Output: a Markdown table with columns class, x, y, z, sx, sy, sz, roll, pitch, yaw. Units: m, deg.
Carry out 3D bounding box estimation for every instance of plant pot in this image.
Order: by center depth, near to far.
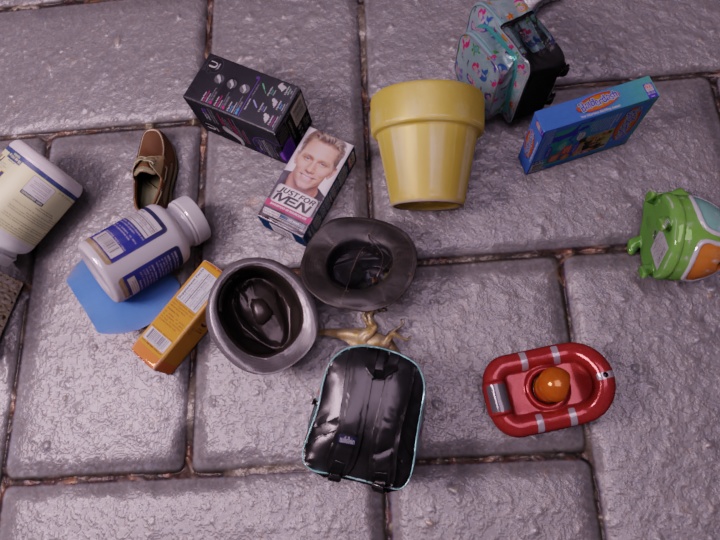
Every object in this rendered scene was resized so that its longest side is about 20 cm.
| class | x | y | z | sx | sy | sz | roll | pitch | yaw |
| --- | --- | --- | --- | --- | --- | --- | --- | --- | --- |
| plant pot | 0.116 | -0.206 | 0.965 | 0.199 | 0.201 | 0.190 | 1 | 89 | 5 |

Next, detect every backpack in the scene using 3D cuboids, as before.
| class | x | y | z | sx | sy | sz | roll | pitch | yaw |
| --- | --- | --- | --- | --- | --- | --- | --- | --- | --- |
| backpack | 0.015 | 0.214 | 0.856 | 0.174 | 0.153 | 0.202 | 11 | 89 | 8 |
| backpack | 0.258 | -0.389 | 1.007 | 0.150 | 0.178 | 0.201 | -18 | 69 | -6 |

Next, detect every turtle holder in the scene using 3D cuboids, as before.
| class | x | y | z | sx | sy | sz | roll | pitch | yaw |
| --- | --- | --- | --- | --- | --- | --- | --- | --- | --- |
| turtle holder | 0.530 | -0.058 | 0.915 | 0.131 | 0.186 | 0.142 | 6 | 106 | 7 |

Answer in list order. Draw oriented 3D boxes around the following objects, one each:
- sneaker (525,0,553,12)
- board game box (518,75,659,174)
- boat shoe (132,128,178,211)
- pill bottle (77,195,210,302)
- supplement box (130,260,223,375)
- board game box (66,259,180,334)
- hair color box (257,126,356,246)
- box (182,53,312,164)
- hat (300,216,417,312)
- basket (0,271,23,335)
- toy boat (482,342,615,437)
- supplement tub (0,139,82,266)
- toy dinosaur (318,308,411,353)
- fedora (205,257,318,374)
| class | x | y | z | sx | sy | sz | roll | pitch | yaw |
| --- | --- | --- | --- | --- | --- | --- | --- | --- | --- |
| sneaker | 0.352 | -0.566 | 1.097 | 0.199 | 0.087 | 0.075 | -35 | 75 | -4 |
| board game box | 0.389 | -0.248 | 0.964 | 0.199 | 0.152 | 0.045 | -17 | 72 | -1 |
| boat shoe | -0.396 | -0.183 | 1.055 | 0.075 | 0.074 | 0.201 | -9 | 73 | 2 |
| pill bottle | -0.371 | -0.045 | 0.971 | 0.200 | 0.120 | 0.120 | -36 | 73 | -28 |
| supplement box | -0.304 | 0.083 | 0.972 | 0.069 | 0.067 | 0.200 | 37 | 79 | 17 |
| board game box | -0.426 | 0.035 | 1.006 | 0.158 | 0.039 | 0.200 | -32 | 64 | -26 |
| hair color box | -0.097 | -0.156 | 1.028 | 0.100 | 0.061 | 0.201 | 25 | 76 | 11 |
| box | -0.210 | -0.305 | 1.049 | 0.199 | 0.122 | 0.107 | 24 | 77 | 11 |
| hat | 0.000 | 0.000 | 0.957 | 0.199 | 0.081 | 0.202 | -3 | 61 | 6 |
| basket | -0.752 | 0.046 | 0.957 | 0.199 | 0.198 | 0.162 | 12 | 71 | 9 |
| toy boat | 0.295 | 0.180 | 0.855 | 0.198 | 0.131 | 0.131 | -13 | 73 | 1 |
| supplement tub | -0.637 | -0.123 | 1.021 | 0.145 | 0.145 | 0.200 | 34 | 79 | 14 |
| toy dinosaur | 0.012 | 0.110 | 0.940 | 0.199 | 0.058 | 0.102 | 21 | 78 | 11 |
| fedora | -0.166 | 0.078 | 0.944 | 0.177 | 0.090 | 0.200 | -40 | 84 | -9 |
